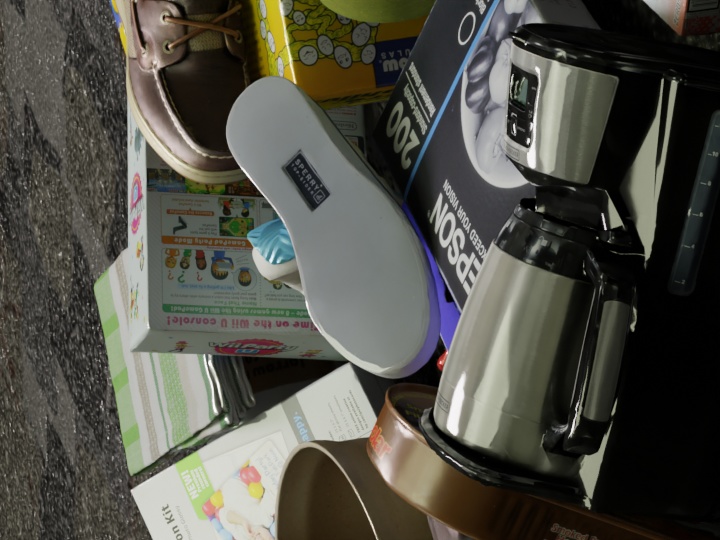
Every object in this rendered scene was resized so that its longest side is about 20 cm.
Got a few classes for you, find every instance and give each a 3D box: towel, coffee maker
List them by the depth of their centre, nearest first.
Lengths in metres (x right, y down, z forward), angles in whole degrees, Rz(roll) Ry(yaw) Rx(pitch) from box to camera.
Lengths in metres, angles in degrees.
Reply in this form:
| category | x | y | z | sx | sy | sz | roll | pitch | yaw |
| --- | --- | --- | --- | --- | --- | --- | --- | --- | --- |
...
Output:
| category | x | y | z | sx | sy | sz | roll | pitch | yaw |
| --- | --- | --- | --- | --- | --- | --- | --- | --- | --- |
| coffee maker | 0.135 | 0.000 | 1.158 | 0.135 | 0.192 | 0.201 | 29 | 108 | 52 |
| towel | -0.126 | 0.048 | 1.714 | 0.200 | 0.031 | 0.150 | 146 | 115 | -63 |

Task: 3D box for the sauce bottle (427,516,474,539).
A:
| category | x | y | z | sx | sy | sz | roll | pitch | yaw |
| --- | --- | --- | --- | --- | --- | --- | --- | --- | --- |
| sauce bottle | 0.067 | 0.116 | 1.376 | 0.200 | 0.066 | 0.066 | -76 | -6 | -52 |

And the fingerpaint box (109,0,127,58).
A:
| category | x | y | z | sx | sy | sz | roll | pitch | yaw |
| --- | --- | --- | --- | --- | --- | --- | --- | --- | --- |
| fingerpaint box | -0.115 | -0.191 | 1.820 | 0.200 | 0.073 | 0.167 | 123 | 133 | -61 |

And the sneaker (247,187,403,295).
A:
| category | x | y | z | sx | sy | sz | roll | pitch | yaw |
| --- | --- | --- | --- | --- | --- | --- | --- | --- | --- |
| sneaker | 0.000 | 0.000 | 1.502 | 0.200 | 0.076 | 0.081 | 4 | -108 | -66 |

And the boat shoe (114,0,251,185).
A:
| category | x | y | z | sx | sy | sz | roll | pitch | yaw |
| --- | --- | --- | --- | --- | --- | --- | --- | --- | --- |
| boat shoe | -0.103 | -0.142 | 1.514 | 0.072 | 0.072 | 0.201 | 105 | 155 | -52 |

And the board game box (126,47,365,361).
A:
| category | x | y | z | sx | sy | sz | roll | pitch | yaw |
| --- | --- | --- | --- | --- | --- | --- | --- | --- | --- |
| board game box | -0.071 | -0.049 | 1.615 | 0.064 | 0.147 | 0.201 | 139 | 131 | -66 |

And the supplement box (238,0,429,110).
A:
| category | x | y | z | sx | sy | sz | roll | pitch | yaw |
| --- | --- | --- | --- | --- | --- | --- | --- | --- | --- |
| supplement box | -0.022 | -0.198 | 1.524 | 0.109 | 0.108 | 0.201 | 169 | 91 | -70 |

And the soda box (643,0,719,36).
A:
| category | x | y | z | sx | sy | sz | roll | pitch | yaw |
| --- | --- | --- | --- | --- | --- | --- | --- | --- | --- |
| soda box | 0.162 | -0.204 | 1.102 | 0.068 | 0.063 | 0.201 | -125 | 33 | -49 |

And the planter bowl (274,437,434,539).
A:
| category | x | y | z | sx | sy | sz | roll | pitch | yaw |
| --- | --- | --- | --- | --- | --- | --- | --- | --- | --- |
| planter bowl | 0.047 | 0.186 | 1.482 | 0.200 | 0.134 | 0.201 | 171 | 90 | -69 |

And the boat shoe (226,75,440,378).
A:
| category | x | y | z | sx | sy | sz | roll | pitch | yaw |
| --- | --- | --- | --- | --- | --- | --- | --- | --- | --- |
| boat shoe | -0.002 | -0.022 | 1.370 | 0.065 | 0.073 | 0.200 | 31 | -152 | -54 |

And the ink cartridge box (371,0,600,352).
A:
| category | x | y | z | sx | sy | sz | roll | pitch | yaw |
| --- | --- | --- | --- | --- | --- | --- | --- | --- | --- |
| ink cartridge box | 0.063 | -0.054 | 1.327 | 0.198 | 0.043 | 0.201 | -114 | 42 | -54 |

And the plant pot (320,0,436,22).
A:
| category | x | y | z | sx | sy | sz | roll | pitch | yaw |
| --- | --- | --- | --- | --- | --- | --- | --- | --- | --- |
| plant pot | 0.007 | -0.237 | 1.369 | 0.187 | 0.186 | 0.200 | -122 | 16 | -44 |

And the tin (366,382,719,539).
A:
| category | x | y | z | sx | sy | sz | roll | pitch | yaw |
| --- | --- | --- | --- | --- | --- | --- | --- | --- | --- |
| tin | 0.096 | 0.109 | 1.238 | 0.042 | 0.199 | 0.112 | -64 | 18 | 16 |

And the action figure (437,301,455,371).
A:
| category | x | y | z | sx | sy | sz | roll | pitch | yaw |
| --- | --- | --- | --- | --- | --- | --- | --- | --- | --- |
| action figure | 0.075 | -0.036 | 1.432 | 0.065 | 0.052 | 0.200 | 55 | 144 | 38 |

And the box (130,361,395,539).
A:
| category | x | y | z | sx | sy | sz | roll | pitch | yaw |
| --- | --- | --- | --- | --- | --- | --- | --- | --- | --- |
| box | -0.037 | 0.166 | 1.638 | 0.200 | 0.041 | 0.156 | -31 | 80 | 32 |

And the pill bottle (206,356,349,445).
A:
| category | x | y | z | sx | sy | sz | roll | pitch | yaw |
| --- | --- | --- | --- | --- | --- | --- | --- | --- | --- |
| pill bottle | -0.057 | 0.072 | 1.733 | 0.114 | 0.114 | 0.201 | 133 | 125 | -65 |
